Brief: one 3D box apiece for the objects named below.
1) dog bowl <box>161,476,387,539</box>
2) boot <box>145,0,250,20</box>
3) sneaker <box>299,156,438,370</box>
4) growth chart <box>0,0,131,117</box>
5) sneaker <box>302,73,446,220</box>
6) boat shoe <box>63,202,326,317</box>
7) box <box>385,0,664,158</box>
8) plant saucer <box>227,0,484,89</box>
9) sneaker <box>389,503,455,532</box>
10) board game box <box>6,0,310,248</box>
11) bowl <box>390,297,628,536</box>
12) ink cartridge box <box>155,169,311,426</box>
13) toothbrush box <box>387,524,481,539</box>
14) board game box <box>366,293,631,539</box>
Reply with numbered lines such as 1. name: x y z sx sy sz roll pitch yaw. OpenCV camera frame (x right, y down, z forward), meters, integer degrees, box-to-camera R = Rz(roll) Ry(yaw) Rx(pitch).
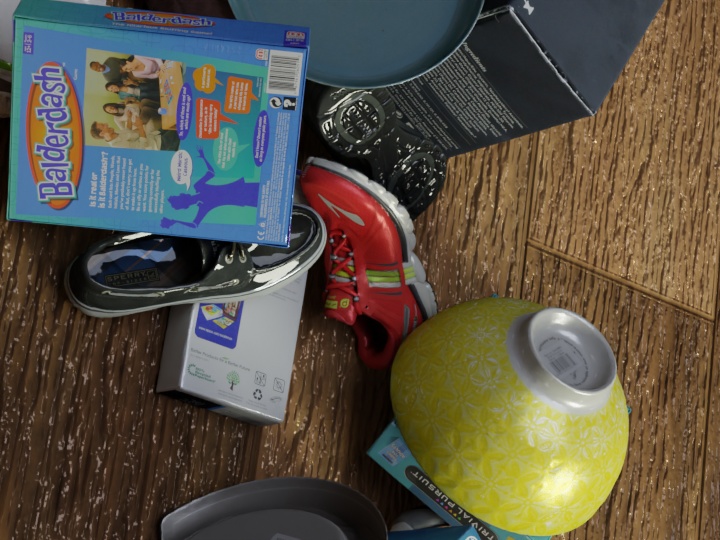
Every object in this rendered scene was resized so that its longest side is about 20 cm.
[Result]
1. dog bowl: -0.072 0.225 1.306 0.200 0.200 0.059 -38 127 -38
2. boot: -0.114 -0.168 1.385 0.200 0.072 0.166 53 16 -26
3. sneaker: 0.000 0.000 1.461 0.085 0.077 0.200 -49 131 -27
4. growth chart: -0.245 -0.172 1.360 0.200 0.018 0.145 30 63 -31
5. sneaker: 0.004 -0.109 1.499 0.076 0.091 0.200 -41 141 -6
6. boat shoe: -0.114 -0.009 1.362 0.200 0.057 0.069 -15 79 -19
7. box: 0.130 -0.213 1.558 0.124 0.196 0.200 48 56 -21
8. plant saucer: -0.005 -0.224 1.416 0.200 0.027 0.200 2 72 -5
9. sneaker: 0.097 0.188 1.531 0.200 0.078 0.077 -7 71 -43
10. board game box: -0.140 -0.101 1.299 0.200 0.045 0.152 6 115 -4
11. bowl: 0.133 0.090 1.439 0.200 0.108 0.200 19 45 -20
12. ink cartridge box: -0.091 0.010 1.433 0.099 0.039 0.200 23 68 -33
13. toothbrush box: -0.004 0.278 1.374 0.200 0.146 0.085 -39 105 -36
14. board game box: 0.114 0.128 1.508 0.151 0.047 0.200 40 41 2
